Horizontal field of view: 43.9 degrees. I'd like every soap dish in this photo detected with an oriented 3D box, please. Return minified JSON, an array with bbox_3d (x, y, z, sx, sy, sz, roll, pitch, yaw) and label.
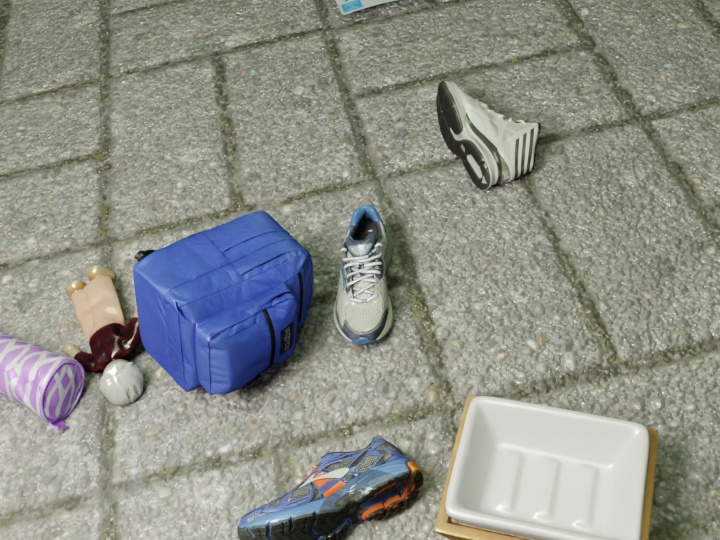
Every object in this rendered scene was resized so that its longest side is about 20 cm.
[{"bbox_3d":[0.188,0.218,0.897,0.198,0.082,0.158,8,51,16],"label":"soap dish"}]

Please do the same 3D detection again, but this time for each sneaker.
[{"bbox_3d":[-0.035,0.237,0.934,0.198,0.076,0.079,-18,39,-17],"label":"sneaker"},{"bbox_3d":[0.000,0.000,1.119,0.076,0.086,0.201,-4,49,6],"label":"sneaker"},{"bbox_3d":[0.189,-0.203,1.288,0.114,0.076,0.201,-14,55,-15],"label":"sneaker"}]

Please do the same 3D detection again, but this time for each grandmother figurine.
[{"bbox_3d":[-0.314,0.082,1.121,0.121,0.060,0.201,-38,51,12],"label":"grandmother figurine"}]

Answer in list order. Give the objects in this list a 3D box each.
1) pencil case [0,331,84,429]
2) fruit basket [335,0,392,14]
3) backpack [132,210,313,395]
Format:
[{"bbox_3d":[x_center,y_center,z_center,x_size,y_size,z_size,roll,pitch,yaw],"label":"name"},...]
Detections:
[{"bbox_3d":[-0.433,0.123,1.087,0.198,0.084,0.086,14,87,23],"label":"pencil case"},{"bbox_3d":[0.024,-0.550,1.598,0.184,0.094,0.201,-17,51,-6],"label":"fruit basket"},{"bbox_3d":[-0.144,0.041,1.063,0.199,0.163,0.168,-31,59,-34],"label":"backpack"}]
